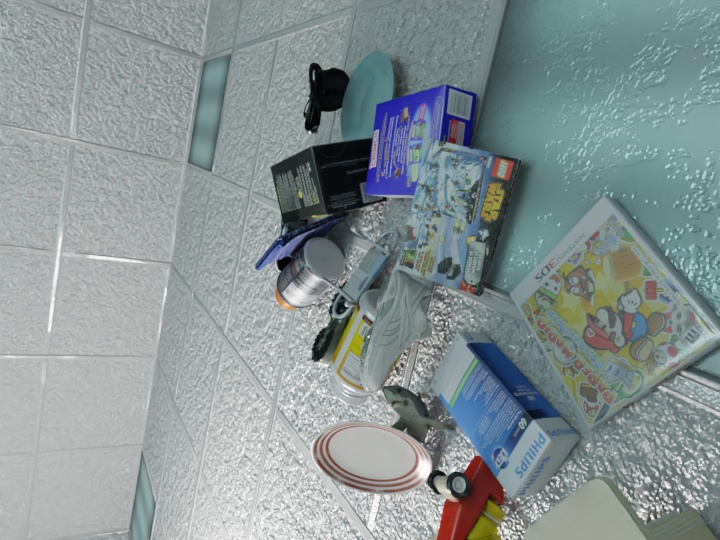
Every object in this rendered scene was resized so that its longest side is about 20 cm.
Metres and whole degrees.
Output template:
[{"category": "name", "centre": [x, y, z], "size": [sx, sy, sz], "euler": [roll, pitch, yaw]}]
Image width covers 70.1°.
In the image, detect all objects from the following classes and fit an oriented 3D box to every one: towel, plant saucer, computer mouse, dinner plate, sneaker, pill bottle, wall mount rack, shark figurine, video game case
[{"category": "towel", "centre": [-0.129, -0.063, 1.123], "size": [0.024, 0.199, 0.145], "euler": [58, 139, 5]}, {"category": "plant saucer", "centre": [0.023, -0.343, 1.061], "size": [0.200, 0.038, 0.205], "euler": [-17, 70, 55]}, {"category": "computer mouse", "centre": [-0.062, -0.387, 1.125], "size": [0.200, 0.052, 0.140], "euler": [-57, -22, -58]}, {"category": "dinner plate", "centre": [0.018, 0.300, 0.831], "size": [0.201, 0.198, 0.024], "euler": [-55, 14, 36]}, {"category": "sneaker", "centre": [0.062, 0.097, 0.793], "size": [0.078, 0.098, 0.202], "euler": [127, 165, -71]}, {"category": "pill bottle", "centre": [-0.125, 0.018, 1.167], "size": [0.200, 0.105, 0.108], "euler": [-41, 51, 46]}, {"category": "wall mount rack", "centre": [0.000, 0.000, 0.936], "size": [0.201, 0.074, 0.173], "euler": [-55, 30, 0]}, {"category": "shark figurine", "centre": [0.080, 0.250, 0.853], "size": [0.090, 0.126, 0.216], "euler": [-81, 3, -48]}, {"category": "sneaker", "centre": [-0.168, -0.073, 1.255], "size": [0.114, 0.074, 0.203], "euler": [-106, 27, -69]}, {"category": "pill bottle", "centre": [0.015, 0.142, 0.920], "size": [0.110, 0.108, 0.202], "euler": [55, 129, 46]}, {"category": "video game case", "centre": [0.280, 0.047, 0.597], "size": [0.183, 0.023, 0.202], "euler": [-56, 41, 37]}, {"category": "sneaker", "centre": [-0.022, 0.104, 1.021], "size": [0.077, 0.086, 0.202], "euler": [14, 73, 57]}]

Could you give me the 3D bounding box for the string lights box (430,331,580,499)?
[{"category": "string lights box", "centre": [0.183, 0.186, 0.692], "size": [0.200, 0.058, 0.104], "euler": [53, 128, 48]}]

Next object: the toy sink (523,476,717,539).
[{"category": "toy sink", "centre": [0.275, 0.304, 0.477], "size": [0.131, 0.111, 0.201], "euler": [-60, 44, 32]}]

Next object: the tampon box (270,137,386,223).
[{"category": "tampon box", "centre": [-0.069, -0.179, 1.047], "size": [0.199, 0.148, 0.128], "euler": [-1, 104, 58]}]

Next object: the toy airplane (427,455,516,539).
[{"category": "toy airplane", "centre": [0.141, 0.369, 0.647], "size": [0.201, 0.139, 0.201], "euler": [-91, 24, -67]}]

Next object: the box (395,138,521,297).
[{"category": "box", "centre": [0.142, -0.079, 0.759], "size": [0.135, 0.040, 0.203], "euler": [19, 102, 20]}]

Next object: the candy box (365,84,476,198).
[{"category": "candy box", "centre": [0.097, -0.211, 0.885], "size": [0.199, 0.076, 0.172], "euler": [14, 98, 56]}]
